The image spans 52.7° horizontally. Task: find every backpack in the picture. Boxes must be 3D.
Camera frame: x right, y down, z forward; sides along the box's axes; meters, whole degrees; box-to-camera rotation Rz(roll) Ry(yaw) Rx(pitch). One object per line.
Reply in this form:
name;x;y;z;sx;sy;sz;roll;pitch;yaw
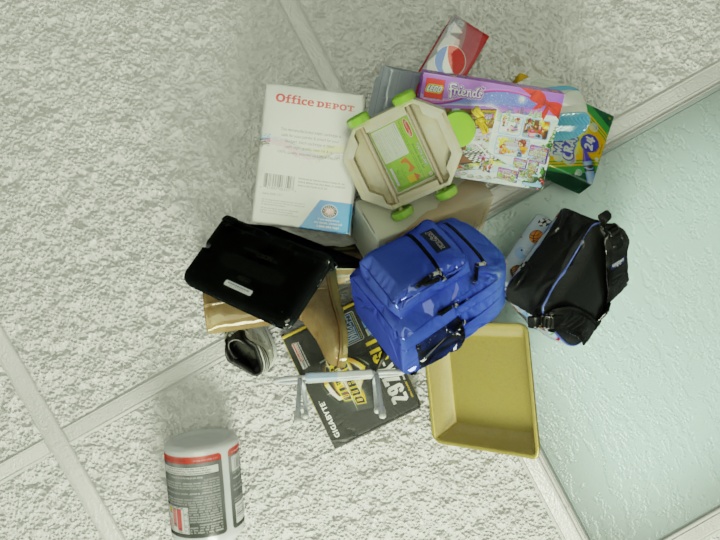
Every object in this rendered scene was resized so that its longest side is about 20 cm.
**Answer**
backpack;0.308;0.020;1.109;0.200;0.154;0.190;-51;132;-4
backpack;0.106;0.020;1.013;0.199;0.168;0.163;-27;55;-15

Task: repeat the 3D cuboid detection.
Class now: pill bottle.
pill bottle;-0.240;0.358;1.130;0.115;0.116;0.202;-4;93;-2

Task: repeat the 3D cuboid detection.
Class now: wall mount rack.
wall mount rack;-0.030;0.182;1.054;0.198;0.174;0.075;-4;78;-1

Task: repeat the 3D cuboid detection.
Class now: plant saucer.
plant saucer;0.193;0.176;1.132;0.048;0.199;0.202;-10;95;-46

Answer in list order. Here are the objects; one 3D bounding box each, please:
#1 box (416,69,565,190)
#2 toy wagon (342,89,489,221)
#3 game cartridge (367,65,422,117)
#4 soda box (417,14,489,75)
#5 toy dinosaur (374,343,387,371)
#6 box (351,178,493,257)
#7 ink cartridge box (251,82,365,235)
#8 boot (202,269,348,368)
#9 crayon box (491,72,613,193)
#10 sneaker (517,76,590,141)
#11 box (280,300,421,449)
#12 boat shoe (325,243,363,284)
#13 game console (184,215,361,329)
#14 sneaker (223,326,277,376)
box;0.172;-0.197;1.020;0.198;0.039;0.138;8;112;-3
toy wagon;0.079;-0.165;0.992;0.199;0.040;0.156;-23;107;13
game cartridge;0.095;-0.220;1.071;0.199;0.041;0.134;-3;117;-39
soda box;0.118;-0.291;1.139;0.070;0.063;0.201;30;91;-4
toy dinosaur;0.076;0.090;1.120;0.200;0.102;0.077;-53;131;-25
box;0.091;-0.081;1.098;0.199;0.095;0.078;-22;62;-17
ink cartridge box;-0.075;-0.163;1.095;0.146;0.145;0.202;8;93;-2
boot;-0.125;0.072;1.058;0.198;0.066;0.176;-5;54;-11
crayon box;0.283;-0.221;1.141;0.199;0.052;0.127;23;75;-3
sneaker;0.235;-0.241;1.080;0.198;0.077;0.081;2;56;-6
box;-0.014;0.160;1.165;0.159;0.049;0.201;-25;94;-3
boat shoe;0.000;0.000;1.154;0.198;0.072;0.077;-2;110;4
game console;-0.119;0.002;1.054;0.199;0.117;0.177;21;67;28
sneaker;-0.189;0.070;1.117;0.075;0.115;0.202;-28;94;-1
